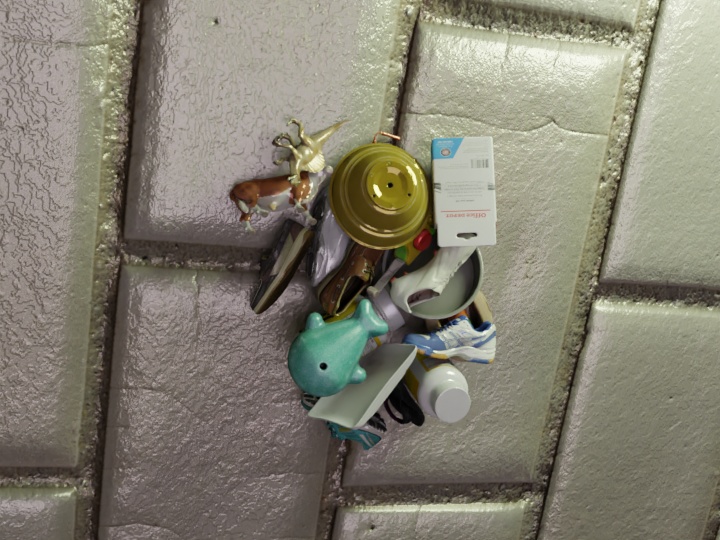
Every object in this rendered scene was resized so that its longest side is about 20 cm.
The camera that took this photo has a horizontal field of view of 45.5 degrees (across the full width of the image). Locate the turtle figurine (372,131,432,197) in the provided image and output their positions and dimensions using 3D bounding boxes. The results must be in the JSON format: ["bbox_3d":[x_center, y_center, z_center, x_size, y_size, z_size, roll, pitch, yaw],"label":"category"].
[{"bbox_3d":[0.068,-0.152,1.642,0.200,0.064,0.162,41,93,-22],"label":"turtle figurine"}]

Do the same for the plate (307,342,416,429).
[{"bbox_3d":[0.008,0.221,1.636,0.032,0.199,0.200,48,67,-18],"label":"plate"}]

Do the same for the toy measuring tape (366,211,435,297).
[{"bbox_3d":[0.075,-0.042,1.624,0.200,0.073,0.074,-48,113,-13],"label":"toy measuring tape"}]

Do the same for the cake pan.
[{"bbox_3d":[0.140,0.000,1.672,0.197,0.037,0.203,0,74,0],"label":"cake pan"}]

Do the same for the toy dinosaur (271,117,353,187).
[{"bbox_3d":[-0.102,-0.227,1.574,0.101,0.058,0.201,38,57,-5],"label":"toy dinosaur"}]

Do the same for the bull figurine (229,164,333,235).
[{"bbox_3d":[-0.140,-0.137,1.576,0.197,0.122,0.066,-13,137,-3],"label":"bull figurine"}]

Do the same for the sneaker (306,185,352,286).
[{"bbox_3d":[-0.045,-0.067,1.642,0.098,0.078,0.203,1,114,-23],"label":"sneaker"}]

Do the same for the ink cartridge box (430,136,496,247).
[{"bbox_3d":[0.191,-0.142,1.603,0.114,0.067,0.203,-1,85,0],"label":"ink cartridge box"}]

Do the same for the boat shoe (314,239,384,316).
[{"bbox_3d":[0.000,0.000,1.614,0.072,0.068,0.201,29,101,-44],"label":"boat shoe"}]

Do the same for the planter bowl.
[{"bbox_3d":[0.046,-0.146,1.555,0.197,0.083,0.204,2,80,-12],"label":"planter bowl"}]

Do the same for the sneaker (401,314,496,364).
[{"bbox_3d":[0.174,0.128,1.683,0.197,0.075,0.090,7,94,-22],"label":"sneaker"}]

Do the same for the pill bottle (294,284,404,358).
[{"bbox_3d":[-0.019,0.119,1.674,0.199,0.114,0.115,-33,112,-4],"label":"pill bottle"}]

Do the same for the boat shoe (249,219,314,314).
[{"bbox_3d":[-0.159,-0.008,1.629,0.065,0.073,0.201,37,107,10],"label":"boat shoe"}]

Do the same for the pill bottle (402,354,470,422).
[{"bbox_3d":[0.150,0.225,1.704,0.103,0.200,0.106,-4,108,-13],"label":"pill bottle"}]

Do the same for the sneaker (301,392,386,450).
[{"bbox_3d":[-0.040,0.310,1.751,0.199,0.078,0.080,31,109,-19],"label":"sneaker"}]

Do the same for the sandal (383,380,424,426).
[{"bbox_3d":[0.072,0.269,1.739,0.048,0.075,0.201,-55,140,-21],"label":"sandal"}]

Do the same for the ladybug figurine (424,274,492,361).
[{"bbox_3d":[0.195,0.095,1.746,0.134,0.072,0.202,-27,110,-5],"label":"ladybug figurine"}]

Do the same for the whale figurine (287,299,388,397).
[{"bbox_3d":[-0.041,0.143,1.562,0.199,0.104,0.160,-38,95,0],"label":"whale figurine"}]

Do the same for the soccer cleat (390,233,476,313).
[{"bbox_3d":[0.147,0.007,1.611,0.199,0.078,0.070,-35,141,-4],"label":"soccer cleat"}]

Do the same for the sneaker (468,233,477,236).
[{"bbox_3d":[0.211,-0.151,1.682,0.073,0.087,0.203,-11,86,-1],"label":"sneaker"}]
